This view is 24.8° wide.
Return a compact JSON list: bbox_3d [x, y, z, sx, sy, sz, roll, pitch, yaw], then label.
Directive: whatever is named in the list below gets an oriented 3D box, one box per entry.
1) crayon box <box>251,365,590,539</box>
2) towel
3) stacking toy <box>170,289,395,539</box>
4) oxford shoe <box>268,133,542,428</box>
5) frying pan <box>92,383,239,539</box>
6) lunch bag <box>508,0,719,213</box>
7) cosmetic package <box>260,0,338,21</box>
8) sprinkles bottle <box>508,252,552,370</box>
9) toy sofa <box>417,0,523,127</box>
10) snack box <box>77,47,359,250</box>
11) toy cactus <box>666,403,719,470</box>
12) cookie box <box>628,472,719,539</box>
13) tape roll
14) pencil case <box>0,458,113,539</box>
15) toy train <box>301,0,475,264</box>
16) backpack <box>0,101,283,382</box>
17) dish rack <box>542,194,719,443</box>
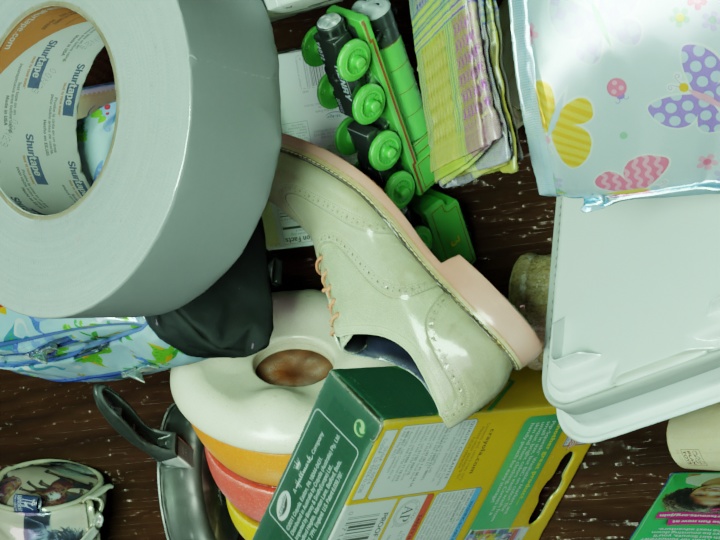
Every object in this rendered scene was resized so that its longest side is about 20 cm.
[{"bbox_3d":[0.042,0.116,0.927,0.052,0.199,0.126,42,117,36],"label":"crayon box"},{"bbox_3d":[0.044,-0.140,0.793,0.023,0.144,0.201,-7,88,-7],"label":"towel"},{"bbox_3d":[-0.036,0.126,1.004,0.145,0.146,0.201,12,126,20],"label":"stacking toy"},{"bbox_3d":[0.000,0.000,0.861,0.200,0.071,0.074,40,82,26],"label":"oxford shoe"},{"bbox_3d":[-0.109,0.108,1.001,0.031,0.115,0.191,-9,124,11],"label":"frying pan"},{"bbox_3d":[0.153,-0.134,0.754,0.168,0.127,0.201,-7,93,19],"label":"lunch bag"},{"bbox_3d":[-0.028,-0.163,0.861,0.082,0.200,0.051,-16,98,-10],"label":"cosmetic package"},{"bbox_3d":[0.183,0.015,0.893,0.199,0.068,0.069,-6,101,24],"label":"sprinkles bottle"},{"bbox_3d":[0.119,-0.172,0.866,0.097,0.083,0.201,29,113,8],"label":"toy sofa"},{"bbox_3d":[-0.080,-0.068,1.002,0.199,0.037,0.117,-6,101,25],"label":"snack box"},{"bbox_3d":[0.233,0.085,0.834,0.164,0.103,0.200,-15,129,41],"label":"toy cactus"},{"bbox_3d":[0.187,0.219,0.869,0.075,0.200,0.172,-5,101,24],"label":"cookie box"},{"bbox_3d":[-0.132,-0.077,0.816,0.199,0.066,0.202,-1,88,39],"label":"tape roll"},{"bbox_3d":[-0.202,0.233,1.107,0.089,0.078,0.201,8,106,42],"label":"pencil case"},{"bbox_3d":[0.020,-0.065,0.905,0.042,0.056,0.201,27,149,42],"label":"toy train"},{"bbox_3d":[-0.158,-0.010,0.952,0.200,0.153,0.164,-19,74,53],"label":"backpack"},{"bbox_3d":[0.156,-0.024,0.821,0.043,0.201,0.171,33,140,-32],"label":"dish rack"}]
